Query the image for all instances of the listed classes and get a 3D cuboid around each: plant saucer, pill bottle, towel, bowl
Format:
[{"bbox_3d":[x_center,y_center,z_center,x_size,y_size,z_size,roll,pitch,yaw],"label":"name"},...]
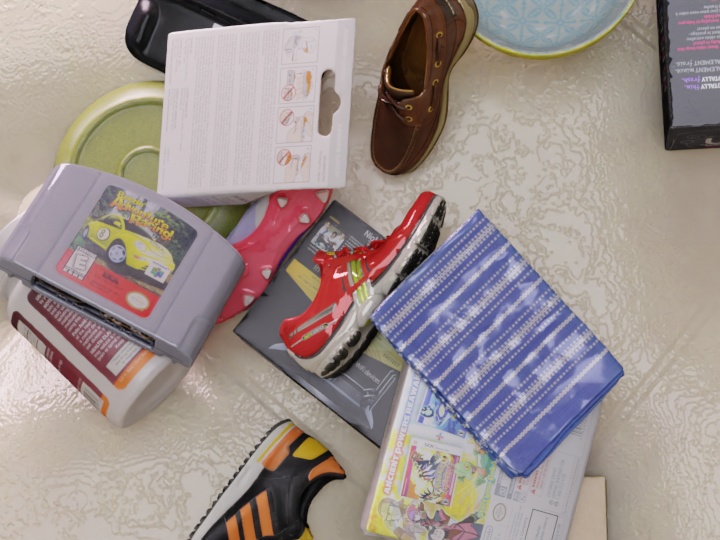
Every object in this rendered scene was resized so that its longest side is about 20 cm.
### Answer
[{"bbox_3d":[-0.202,-0.088,1.755,0.198,0.031,0.202,-1,80,5],"label":"plant saucer"},{"bbox_3d":[-0.254,0.039,1.697,0.200,0.114,0.114,43,87,9],"label":"pill bottle"},{"bbox_3d":[0.122,0.066,1.613,0.145,0.024,0.200,-43,91,-10],"label":"towel"},{"bbox_3d":[0.168,-0.284,1.715,0.198,0.108,0.202,-1,81,4],"label":"bowl"}]

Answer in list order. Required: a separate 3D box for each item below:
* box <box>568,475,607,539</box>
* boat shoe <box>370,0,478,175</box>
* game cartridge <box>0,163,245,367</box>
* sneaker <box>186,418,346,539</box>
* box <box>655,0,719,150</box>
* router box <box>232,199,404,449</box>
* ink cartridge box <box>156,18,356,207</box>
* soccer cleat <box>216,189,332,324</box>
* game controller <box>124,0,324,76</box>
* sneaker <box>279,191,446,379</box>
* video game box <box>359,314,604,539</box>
[{"bbox_3d":[0.128,0.270,1.672,0.198,0.021,0.165,-1,81,5],"label":"box"},{"bbox_3d":[0.043,-0.171,1.679,0.072,0.067,0.201,38,130,23],"label":"boat shoe"},{"bbox_3d":[-0.211,-0.012,1.649,0.199,0.041,0.134,27,55,0],"label":"game cartridge"},{"bbox_3d":[-0.093,0.238,1.671,0.090,0.070,0.201,33,83,12],"label":"sneaker"},{"bbox_3d":[0.337,-0.220,1.691,0.121,0.106,0.202,-2,81,7],"label":"box"},{"bbox_3d":[0.007,0.057,1.701,0.200,0.052,0.158,38,85,10],"label":"router box"},{"bbox_3d":[-0.090,-0.144,1.684,0.199,0.047,0.161,-1,79,25],"label":"ink cartridge box"},{"bbox_3d":[-0.097,-0.028,1.726,0.067,0.077,0.200,39,104,-11],"label":"soccer cleat"},{"bbox_3d":[-0.129,-0.221,1.771,0.199,0.042,0.105,26,97,9],"label":"game controller"},{"bbox_3d":[0.000,0.000,1.649,0.085,0.077,0.200,37,84,15],"label":"sneaker"},{"bbox_3d":[0.111,0.161,1.637,0.181,0.047,0.202,17,84,-8],"label":"video game box"}]
